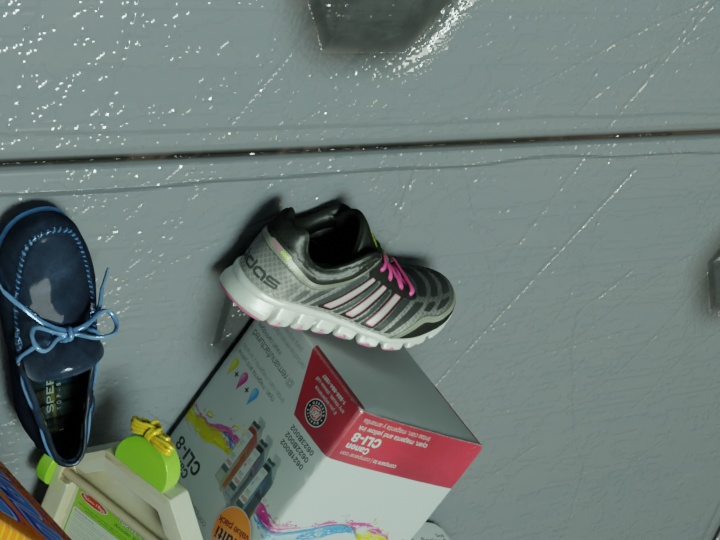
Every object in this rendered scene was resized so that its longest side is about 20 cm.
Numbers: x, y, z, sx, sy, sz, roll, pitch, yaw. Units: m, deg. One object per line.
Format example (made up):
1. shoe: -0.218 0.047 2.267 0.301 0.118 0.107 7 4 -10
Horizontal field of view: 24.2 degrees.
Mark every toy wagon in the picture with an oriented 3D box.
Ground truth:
1. toy wagon: -0.171 0.187 1.216 0.040 0.155 0.200 -24 144 -58

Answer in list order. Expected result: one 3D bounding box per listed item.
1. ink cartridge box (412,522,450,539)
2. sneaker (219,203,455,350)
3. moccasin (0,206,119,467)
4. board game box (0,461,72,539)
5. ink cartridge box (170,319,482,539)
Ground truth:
1. ink cartridge box: -0.007 0.322 1.497 0.145 0.088 0.200 10 118 -40
2. sneaker: 0.000 0.000 1.227 0.200 0.074 0.087 10 126 -35
3. moccasin: -0.198 0.048 1.133 0.080 0.068 0.200 -20 135 -20
4. board game box: -0.311 0.199 1.060 0.200 0.200 0.200 -49 139 -6
5. ink cartridge box: -0.043 0.150 1.275 0.145 0.145 0.200 20 112 -45
